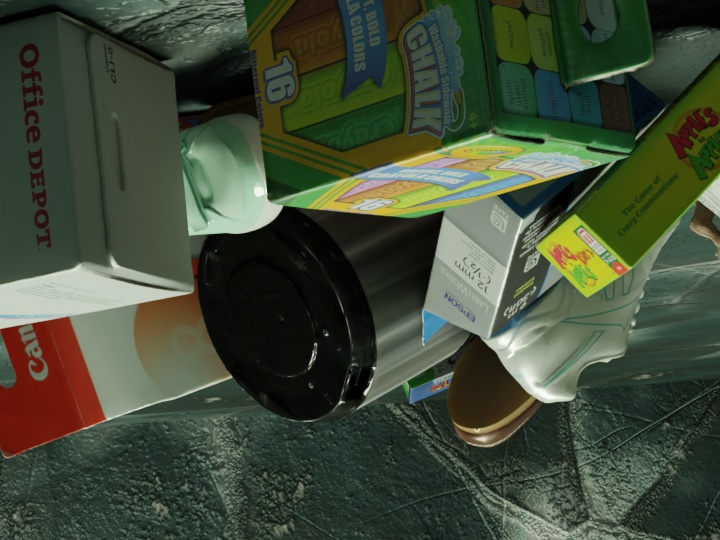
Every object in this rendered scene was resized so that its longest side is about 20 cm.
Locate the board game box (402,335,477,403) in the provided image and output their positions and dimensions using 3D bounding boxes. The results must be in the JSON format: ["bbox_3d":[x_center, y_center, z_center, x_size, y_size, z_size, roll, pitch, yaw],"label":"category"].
[{"bbox_3d":[0.104,0.008,1.482,0.200,0.136,0.034,-22,157,-10],"label":"board game box"}]

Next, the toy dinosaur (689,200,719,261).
[{"bbox_3d":[0.245,-0.079,1.415,0.200,0.086,0.136,7,-148,21],"label":"toy dinosaur"}]

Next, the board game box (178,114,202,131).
[{"bbox_3d":[-0.038,-0.096,1.269,0.200,0.019,0.103,-7,170,3],"label":"board game box"}]

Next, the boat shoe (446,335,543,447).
[{"bbox_3d":[0.130,0.058,1.356,0.070,0.200,0.070,18,146,29],"label":"boat shoe"}]

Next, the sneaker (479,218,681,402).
[{"bbox_3d":[0.167,0.017,1.308,0.200,0.080,0.070,-41,-165,-29],"label":"sneaker"}]

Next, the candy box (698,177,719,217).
[{"bbox_3d":[0.291,-0.093,1.193,0.115,0.055,0.200,-50,178,-7],"label":"candy box"}]

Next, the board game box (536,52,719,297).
[{"bbox_3d":[0.199,-0.077,1.114,0.200,0.048,0.102,-46,178,-13],"label":"board game box"}]

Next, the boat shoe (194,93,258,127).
[{"bbox_3d":[-0.026,-0.096,1.148,0.200,0.074,0.066,0,147,31],"label":"boat shoe"}]

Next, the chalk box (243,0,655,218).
[{"bbox_3d":[0.055,-0.110,0.940,0.200,0.125,0.124,-17,167,41],"label":"chalk box"}]

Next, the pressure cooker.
[{"bbox_3d":[0.001,0.003,1.353,0.176,0.179,0.200,30,-140,34],"label":"pressure cooker"}]

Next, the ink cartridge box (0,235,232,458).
[{"bbox_3d":[-0.193,0.029,1.349,0.200,0.163,0.050,-19,179,-35],"label":"ink cartridge box"}]

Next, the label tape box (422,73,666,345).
[{"bbox_3d":[0.117,-0.029,1.226,0.143,0.066,0.200,-38,155,-28],"label":"label tape box"}]

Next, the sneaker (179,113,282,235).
[{"bbox_3d":[-0.133,-0.040,1.142,0.118,0.074,0.200,-23,-173,-34],"label":"sneaker"}]

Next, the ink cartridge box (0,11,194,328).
[{"bbox_3d":[-0.217,-0.046,1.058,0.200,0.146,0.145,-10,170,20],"label":"ink cartridge box"}]
